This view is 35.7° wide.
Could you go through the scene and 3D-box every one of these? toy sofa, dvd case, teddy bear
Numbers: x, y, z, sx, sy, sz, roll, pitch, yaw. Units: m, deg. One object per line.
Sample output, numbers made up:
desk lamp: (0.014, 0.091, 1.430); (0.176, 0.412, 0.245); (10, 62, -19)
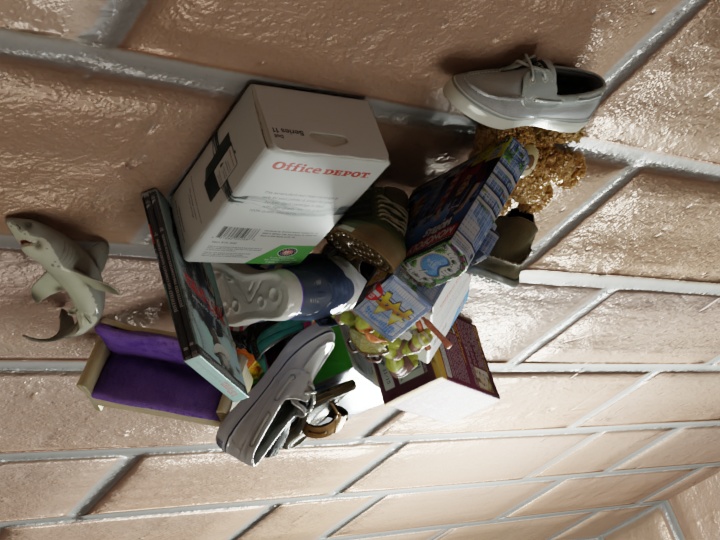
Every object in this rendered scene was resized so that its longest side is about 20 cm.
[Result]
toy sofa: (-0.240, 0.130, 1.365); (0.200, 0.083, 0.098); (8, 147, 15)
dvd case: (-0.174, 0.029, 1.182); (0.022, 0.200, 0.146); (-21, 153, 6)
teddy bear: (0.199, -0.117, 1.291); (0.145, 0.067, 0.200); (-23, 154, 5)

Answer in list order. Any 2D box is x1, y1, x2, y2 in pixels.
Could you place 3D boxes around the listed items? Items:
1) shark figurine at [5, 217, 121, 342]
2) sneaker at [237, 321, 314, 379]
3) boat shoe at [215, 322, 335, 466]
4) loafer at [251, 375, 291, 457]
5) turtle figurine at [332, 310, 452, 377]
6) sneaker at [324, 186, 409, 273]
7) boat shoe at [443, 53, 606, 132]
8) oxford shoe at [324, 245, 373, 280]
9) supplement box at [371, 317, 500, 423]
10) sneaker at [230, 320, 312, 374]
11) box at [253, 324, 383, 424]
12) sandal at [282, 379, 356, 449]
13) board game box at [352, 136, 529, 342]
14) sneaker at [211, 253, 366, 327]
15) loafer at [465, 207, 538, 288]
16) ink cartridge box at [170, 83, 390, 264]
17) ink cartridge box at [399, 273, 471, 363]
shark figurine: (-0.302, 0.013, 1.219); (0.128, 0.090, 0.215); (16, 143, 6)
sneaker: (-0.135, 0.107, 1.497); (0.200, 0.077, 0.073); (-31, 149, 20)
boat shoe: (-0.086, 0.151, 1.344); (0.200, 0.065, 0.074); (-51, 154, -17)
loafer: (-0.115, 0.168, 1.480); (0.070, 0.068, 0.201); (13, 121, -22)
turtle figurine: (0.026, 0.086, 1.381); (0.200, 0.064, 0.161); (18, 164, 20)
sneaker: (0.018, -0.056, 1.208); (0.090, 0.067, 0.200); (-49, -164, -8)
boat shoe: (0.173, -0.190, 1.149); (0.201, 0.070, 0.072); (-1, 138, -38)
oxford shoe: (0.000, 0.000, 1.371); (0.073, 0.085, 0.200); (-9, 154, -22)
supplement box: (0.106, 0.136, 1.647); (0.103, 0.131, 0.200); (-29, 151, 23)
sneaker: (-0.136, 0.091, 1.413); (0.200, 0.121, 0.084); (-31, 151, 25)
box: (-0.079, 0.163, 1.616); (0.200, 0.097, 0.176); (-25, 153, 12)
sandal: (-0.054, 0.206, 1.526); (0.082, 0.055, 0.200); (-23, 161, -40)
board game box: (0.083, -0.026, 1.195); (0.062, 0.200, 0.200); (39, 152, -15)
sneaker: (-0.086, 0.020, 1.305); (0.146, 0.081, 0.200); (-6, -174, -42)
loafer: (0.173, -0.035, 1.357); (0.200, 0.075, 0.070); (-49, 157, -68)
ink cartridge box: (-0.085, -0.091, 1.140); (0.146, 0.083, 0.200); (3, 148, -35)
ink cartridge box: (0.089, 0.022, 1.427); (0.115, 0.068, 0.200); (-56, 165, -23)
